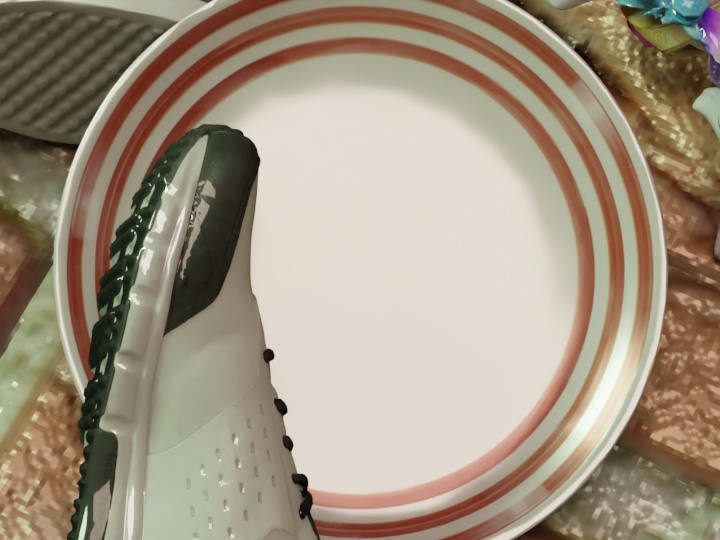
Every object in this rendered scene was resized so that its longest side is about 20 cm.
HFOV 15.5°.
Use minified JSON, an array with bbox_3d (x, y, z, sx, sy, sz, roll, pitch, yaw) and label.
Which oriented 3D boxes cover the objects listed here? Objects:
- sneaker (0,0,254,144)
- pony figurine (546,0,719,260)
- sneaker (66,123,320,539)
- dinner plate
[{"bbox_3d":[-0.133,-0.095,0.896,0.199,0.079,0.080,3,53,-9],"label":"sneaker"},{"bbox_3d":[0.146,-0.127,0.907,0.193,0.166,0.200,-42,72,12],"label":"pony figurine"},{"bbox_3d":[-0.048,0.056,0.811,0.080,0.074,0.201,9,88,-10],"label":"sneaker"},{"bbox_3d":[0.000,0.000,0.860,0.199,0.024,0.202,0,82,-3],"label":"dinner plate"}]
